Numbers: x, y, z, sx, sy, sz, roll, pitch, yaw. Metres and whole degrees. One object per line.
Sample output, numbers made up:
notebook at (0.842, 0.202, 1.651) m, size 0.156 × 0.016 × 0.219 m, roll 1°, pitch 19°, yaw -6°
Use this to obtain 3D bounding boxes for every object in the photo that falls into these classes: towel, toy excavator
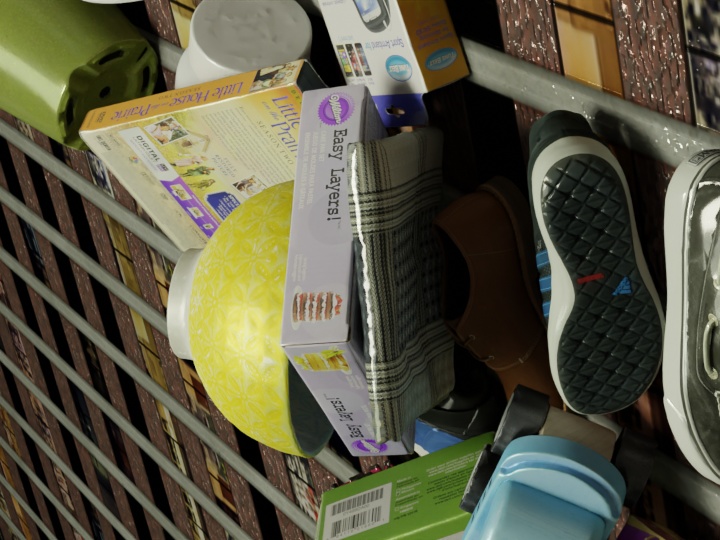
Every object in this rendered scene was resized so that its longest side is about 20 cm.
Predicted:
towel at (0.034, 0.005, 1.244) m, size 0.200 × 0.034 × 0.193 m, roll -25°, pitch -70°, yaw -76°
toy excavator at (0.096, 0.203, 1.203) m, size 0.100 × 0.200 × 0.195 m, roll 23°, pitch 133°, yaw 3°

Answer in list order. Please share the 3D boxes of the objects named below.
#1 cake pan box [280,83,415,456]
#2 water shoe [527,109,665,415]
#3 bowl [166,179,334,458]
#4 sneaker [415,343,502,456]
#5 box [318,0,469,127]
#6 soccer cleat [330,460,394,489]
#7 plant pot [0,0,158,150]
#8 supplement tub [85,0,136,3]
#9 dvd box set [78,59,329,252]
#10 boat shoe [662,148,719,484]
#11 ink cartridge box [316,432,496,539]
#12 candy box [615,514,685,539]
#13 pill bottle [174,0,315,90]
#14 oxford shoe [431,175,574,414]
cake pan box at (0.000, 0.000, 1.279) m, size 0.184 × 0.052 × 0.200 m, roll 64°, pitch -154°, yaw -61°
water shoe at (0.142, -0.005, 1.153) m, size 0.079 × 0.071 × 0.200 m, roll -97°, pitch -3°, yaw -55°
bowl at (-0.074, 0.028, 1.350) m, size 0.200 × 0.107 × 0.201 m, roll 6°, pitch -90°, yaw -77°
sneaker at (0.032, 0.082, 1.431) m, size 0.200 × 0.077 × 0.111 m, roll 30°, pitch 144°, yaw 42°
box at (0.008, -0.195, 1.277) m, size 0.119 × 0.041 × 0.200 m, roll 9°, pitch 123°, yaw 64°
soccer cleat at (0.033, 0.209, 1.583) m, size 0.200 × 0.070 × 0.086 m, roll -12°, pitch 101°, yaw 67°
plant pot at (-0.294, -0.213, 1.790) m, size 0.190 × 0.200 × 0.200 m, roll 38°, pitch 147°, yaw 26°
supplement tub at (-0.186, -0.320, 1.450) m, size 0.145 × 0.144 × 0.200 m, roll 35°, pitch 142°, yaw 52°
dvd box set at (-0.089, -0.081, 1.411) m, size 0.200 × 0.029 × 0.146 m, roll -10°, pitch 137°, yaw 33°
boat shoe at (0.204, 0.036, 1.018) m, size 0.064 × 0.071 × 0.200 m, roll 32°, pitch 139°, yaw 56°
ink cartridge box at (0.078, 0.231, 1.388) m, size 0.200 × 0.148 × 0.076 m, roll 55°, pitch -156°, yaw -31°
candy box at (0.170, 0.268, 1.186) m, size 0.056 × 0.200 × 0.117 m, roll 26°, pitch -175°, yaw -36°
pill bottle at (-0.091, -0.121, 1.480) m, size 0.110 × 0.109 × 0.200 m, roll 54°, pitch 155°, yaw 27°
oxford shoe at (0.091, 0.040, 1.284) m, size 0.071 × 0.071 × 0.200 m, roll 17°, pitch 129°, yaw 60°
